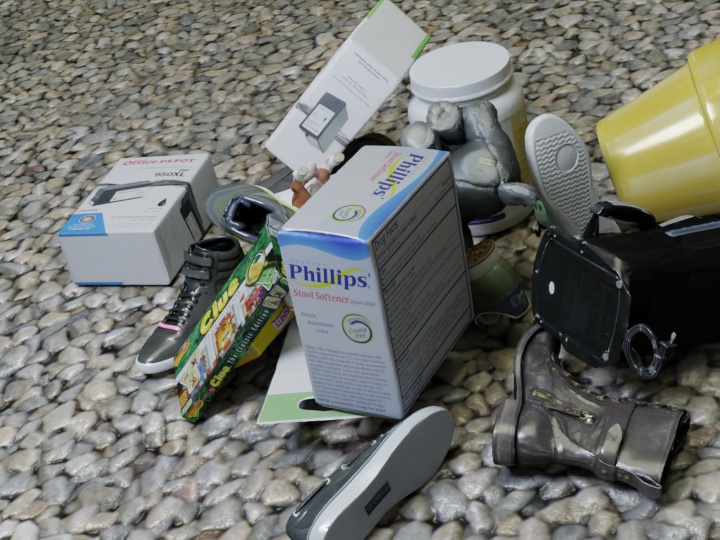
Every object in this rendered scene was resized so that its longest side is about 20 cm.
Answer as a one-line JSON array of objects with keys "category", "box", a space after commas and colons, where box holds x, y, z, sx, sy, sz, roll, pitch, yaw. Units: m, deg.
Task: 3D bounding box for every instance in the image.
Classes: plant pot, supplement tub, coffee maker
[{"category": "plant pot", "box": [0.380, -0.145, 1.481, 0.187, 0.202, 0.202, -20, 29, 18]}, {"category": "supplement tub", "box": [0.136, -0.161, 1.576, 0.144, 0.202, 0.146, -10, 31, 6]}, {"category": "coffee maker", "box": [0.296, 0.028, 1.260, 0.198, 0.135, 0.193, -9, 50, -29]}]

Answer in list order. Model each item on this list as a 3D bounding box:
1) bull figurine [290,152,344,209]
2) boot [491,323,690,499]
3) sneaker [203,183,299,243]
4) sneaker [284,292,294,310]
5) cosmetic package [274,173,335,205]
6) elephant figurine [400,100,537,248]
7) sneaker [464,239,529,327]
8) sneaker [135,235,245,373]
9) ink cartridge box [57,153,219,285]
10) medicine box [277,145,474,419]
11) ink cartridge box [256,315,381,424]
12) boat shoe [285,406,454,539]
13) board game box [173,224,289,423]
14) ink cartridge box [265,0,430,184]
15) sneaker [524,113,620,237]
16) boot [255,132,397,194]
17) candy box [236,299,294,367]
[{"category": "bull figurine", "box": [0.006, -0.068, 1.526, 0.198, 0.122, 0.065, 14, 50, 13]}, {"category": "boot", "box": [0.225, 0.134, 1.224, 0.172, 0.070, 0.201, 5, 40, 18]}, {"category": "sneaker", "box": [-0.130, -0.068, 1.524, 0.199, 0.081, 0.075, 19, 88, 47]}, {"category": "sneaker", "box": [0.000, 0.000, 1.435, 0.198, 0.080, 0.078, -7, 2, -17]}, {"category": "cosmetic package", "box": [-0.030, -0.075, 1.618, 0.198, 0.051, 0.083, -20, 62, -9]}, {"category": "elephant figurine", "box": [0.118, -0.095, 1.434, 0.140, 0.200, 0.157, -9, 67, 5]}, {"category": "sneaker", "box": [0.114, 0.028, 1.416, 0.067, 0.090, 0.200, -45, 12, -23]}, {"category": "sneaker", "box": [-0.200, 0.031, 1.502, 0.070, 0.100, 0.200, 14, 41, 36]}, {"category": "ink cartridge box", "box": [-0.287, -0.070, 1.708, 0.143, 0.085, 0.201, -1, 33, 19]}, {"category": "medicine box", "box": [0.022, 0.008, 1.263, 0.102, 0.202, 0.182, 6, 33, 29]}, {"category": "ink cartridge box", "box": [-0.018, 0.111, 1.353, 0.144, 0.048, 0.201, -5, 32, 13]}, {"category": "boat shoe", "box": [0.010, 0.190, 1.203, 0.056, 0.069, 0.200, 17, 45, 41]}, {"category": "board game box", "box": [-0.139, 0.057, 1.382, 0.201, 0.023, 0.105, -54, 27, 20]}, {"category": "ink cartridge box", "box": [-0.017, -0.225, 1.621, 0.200, 0.084, 0.146, -46, 8, 37]}, {"category": "sneaker", "box": [0.213, -0.099, 1.462, 0.074, 0.201, 0.118, -38, 32, -10]}, {"category": "boot", "box": [-0.064, -0.112, 1.702, 0.181, 0.073, 0.199, 1, 25, 47]}, {"category": "candy box", "box": [-0.098, 0.044, 1.473, 0.102, 0.027, 0.200, -25, 18, 44]}]
